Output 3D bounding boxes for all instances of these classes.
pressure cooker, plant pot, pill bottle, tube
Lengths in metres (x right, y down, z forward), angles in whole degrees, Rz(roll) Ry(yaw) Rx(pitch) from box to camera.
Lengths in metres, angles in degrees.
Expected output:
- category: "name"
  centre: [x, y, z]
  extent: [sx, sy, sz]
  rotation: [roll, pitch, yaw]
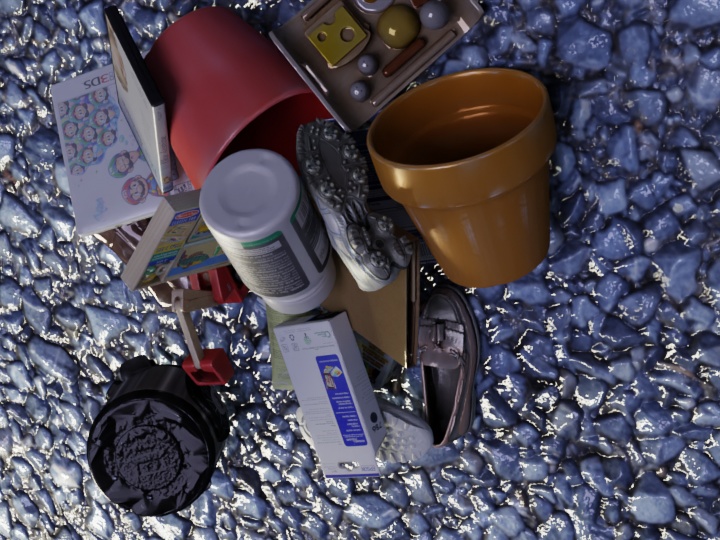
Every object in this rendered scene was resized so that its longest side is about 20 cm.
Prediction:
- category: "pressure cooker"
  centre: [-0.267, 0.216, 1.952]
  extent: [0.177, 0.200, 0.177]
  rotation: [18, 101, -1]
- category: "plant pot"
  centre: [-0.151, -0.196, 1.696]
  extent: [0.178, 0.200, 0.201]
  rotation: [51, 129, 21]
- category: "pill bottle"
  centre: [-0.096, -0.037, 1.620]
  extent: [0.112, 0.114, 0.200]
  rotation: [17, 157, 23]
- category: "tube"
  centre: [-0.088, 0.063, 1.812]
  extent: [0.058, 0.052, 0.202]
  rotation: [30, 135, 53]
- category: "plant pot"
  centre: [0.125, -0.090, 1.584]
  extent: [0.199, 0.201, 0.184]
  rotation: [2, 128, 30]

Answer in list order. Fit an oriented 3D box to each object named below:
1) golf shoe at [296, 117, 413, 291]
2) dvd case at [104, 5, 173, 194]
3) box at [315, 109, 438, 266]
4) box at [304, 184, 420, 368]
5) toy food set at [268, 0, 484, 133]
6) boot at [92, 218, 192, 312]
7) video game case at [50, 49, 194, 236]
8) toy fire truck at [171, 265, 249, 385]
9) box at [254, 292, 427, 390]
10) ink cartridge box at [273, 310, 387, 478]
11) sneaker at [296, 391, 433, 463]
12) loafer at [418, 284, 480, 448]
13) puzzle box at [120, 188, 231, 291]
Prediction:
- category: "golf shoe"
  centre: [-0.024, -0.066, 1.596]
  extent: [0.201, 0.078, 0.097]
  rotation: [64, 153, 14]
- category: "dvd case"
  centre: [-0.257, -0.195, 1.700]
  extent: [0.143, 0.017, 0.200]
  rotation: [61, 165, 21]
- category: "box"
  centre: [0.027, -0.096, 1.699]
  extent: [0.120, 0.032, 0.201]
  rotation: [-6, 118, 22]
- category: "box"
  centre: [0.000, 0.000, 1.684]
  extent: [0.200, 0.021, 0.165]
  rotation: [34, 135, 44]
- category: "toy food set"
  centre: [0.016, -0.270, 1.595]
  extent: [0.200, 0.060, 0.144]
  rotation: [-40, 89, 7]
- category: "boot"
  centre: [-0.261, -0.057, 1.901]
  extent: [0.200, 0.064, 0.187]
  rotation: [45, 131, 4]
- category: "video game case"
  centre: [-0.292, -0.162, 1.825]
  extent: [0.181, 0.024, 0.202]
  rotation: [-15, 81, 20]
- category: "toy fire truck"
  centre: [-0.202, 0.030, 1.847]
  extent: [0.048, 0.141, 0.201]
  rotation: [-4, 127, 31]
- category: "box"
  centre: [-0.027, 0.039, 1.815]
  extent: [0.199, 0.040, 0.138]
  rotation: [34, 126, 14]
- category: "ink cartridge box"
  centre: [-0.030, 0.151, 1.755]
  extent: [0.099, 0.039, 0.202]
  rotation: [-8, 103, 42]
- category: "sneaker"
  centre: [0.015, 0.182, 1.814]
  extent: [0.199, 0.080, 0.077]
  rotation: [9, 116, 37]
- category: "loafer"
  centre: [0.103, 0.119, 1.758]
  extent: [0.071, 0.063, 0.202]
  rotation: [8, 115, 29]
- category: "puzzle box"
  centre: [-0.171, -0.048, 1.676]
  extent: [0.025, 0.199, 0.133]
  rotation: [49, 129, 20]
